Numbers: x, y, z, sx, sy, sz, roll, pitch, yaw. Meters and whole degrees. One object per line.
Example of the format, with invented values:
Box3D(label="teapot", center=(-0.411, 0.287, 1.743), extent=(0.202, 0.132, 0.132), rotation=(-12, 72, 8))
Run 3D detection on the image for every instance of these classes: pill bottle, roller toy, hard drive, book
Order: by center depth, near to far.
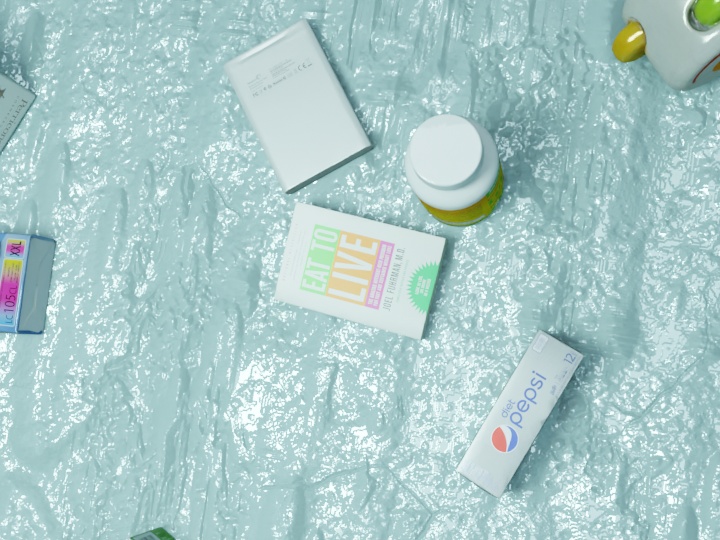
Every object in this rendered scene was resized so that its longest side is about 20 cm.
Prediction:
Box3D(label="roller toy", center=(0.409, -0.315, 1.176), extent=(0.182, 0.200, 0.140), rotation=(-25, 77, -29))
Box3D(label="pill bottle", center=(0.112, -0.121, 1.197), extent=(0.111, 0.200, 0.112), rotation=(-1, 83, 11))
Box3D(label="book", center=(0.000, 0.000, 1.287), extent=(0.199, 0.048, 0.134), rotation=(14, 90, 11))
Box3D(label="hard drive", center=(-0.085, -0.220, 1.337), extent=(0.132, 0.026, 0.201), rotation=(-28, 79, 6))

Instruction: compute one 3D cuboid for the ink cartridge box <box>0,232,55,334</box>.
Box3D(label="ink cartridge box", center=(-0.533, 0.013, 1.371), extent=(0.199, 0.076, 0.137), rotation=(5, 84, 13))

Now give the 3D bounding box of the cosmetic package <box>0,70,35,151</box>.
Box3D(label="cosmetic package", center=(-0.589, -0.237, 1.347), extent=(0.166, 0.200, 0.168), rotation=(32, 90, 13))

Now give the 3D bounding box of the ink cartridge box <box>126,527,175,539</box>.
Box3D(label="ink cartridge box", center=(-0.315, 0.424, 1.261), extent=(0.059, 0.104, 0.200), rotation=(40, 92, 13))

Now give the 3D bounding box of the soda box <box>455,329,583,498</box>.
Box3D(label="soda box", center=(0.193, 0.173, 1.212), extent=(0.063, 0.068, 0.200), rotation=(31, 90, 12))
